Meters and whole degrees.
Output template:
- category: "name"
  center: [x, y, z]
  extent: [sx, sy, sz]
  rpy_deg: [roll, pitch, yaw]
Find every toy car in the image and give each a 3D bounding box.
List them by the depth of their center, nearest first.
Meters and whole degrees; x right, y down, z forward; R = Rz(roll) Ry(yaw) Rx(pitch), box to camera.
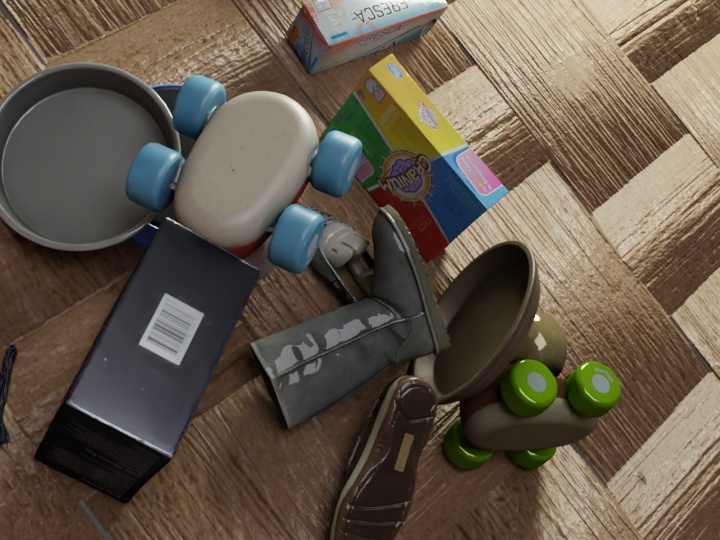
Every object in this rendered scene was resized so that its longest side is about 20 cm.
- category: "toy car"
  center: [-0.114, -0.061, 1.120]
  extent: [0.183, 0.200, 0.178]
  rpy_deg: [23, 63, 8]
- category: "toy car"
  center: [0.169, 0.094, 1.224]
  extent: [0.156, 0.165, 0.201]
  rpy_deg: [4, 56, -24]

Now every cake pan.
- category: "cake pan"
  center: [-0.281, -0.112, 1.129]
  extent: [0.198, 0.037, 0.202]
  rpy_deg: [1, 74, -5]

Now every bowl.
- category: "bowl"
  center: [-0.193, -0.112, 1.207]
  extent: [0.199, 0.039, 0.202]
  rpy_deg: [10, 63, -21]

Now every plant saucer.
- category: "plant saucer"
  center: [0.126, 0.059, 1.188]
  extent: [0.029, 0.200, 0.201]
  rpy_deg: [32, 57, -18]

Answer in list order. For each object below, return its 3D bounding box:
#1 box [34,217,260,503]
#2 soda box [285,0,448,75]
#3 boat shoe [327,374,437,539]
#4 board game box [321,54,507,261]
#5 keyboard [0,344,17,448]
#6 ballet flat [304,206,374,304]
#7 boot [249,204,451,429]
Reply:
- category: "box"
  center: [-0.199, 0.088, 1.028]
  extent: [0.104, 0.182, 0.201]
  rpy_deg: [29, 58, -10]
- category: "soda box"
  center: [0.009, -0.310, 1.376]
  extent: [0.199, 0.068, 0.064]
  rpy_deg: [-25, 80, -31]
- category: "boat shoe"
  center: [0.019, 0.206, 1.148]
  extent: [0.074, 0.075, 0.204]
  rpy_deg: [29, 80, -19]
- category: "board game box"
  center: [0.057, -0.123, 1.265]
  extent: [0.040, 0.153, 0.200]
  rpy_deg: [-39, 87, -32]
- category: "keyboard"
  center: [-0.380, 0.101, 1.033]
  extent: [0.126, 0.021, 0.202]
  rpy_deg: [12, 64, -20]
- category: "ballet flat"
  center: [0.000, 0.000, 1.232]
  extent: [0.072, 0.072, 0.201]
  rpy_deg: [-33, 84, -33]
- category: "boot"
  center: [-0.021, 0.047, 1.160]
  extent: [0.198, 0.073, 0.183]
  rpy_deg: [-20, 87, -4]
